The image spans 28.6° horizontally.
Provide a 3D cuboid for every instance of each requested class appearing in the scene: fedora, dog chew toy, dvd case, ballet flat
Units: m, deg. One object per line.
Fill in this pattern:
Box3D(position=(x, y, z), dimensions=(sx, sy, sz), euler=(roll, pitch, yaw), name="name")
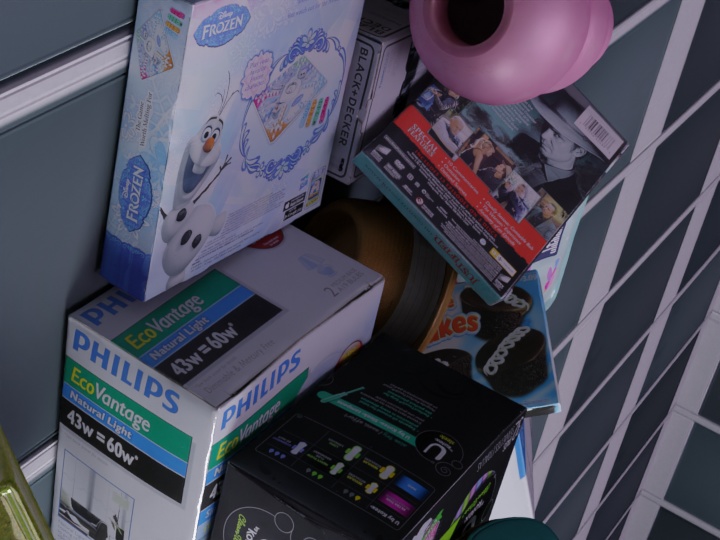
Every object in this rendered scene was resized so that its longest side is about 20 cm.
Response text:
Box3D(position=(0.000, 0.000, 1.080), dimensions=(0.201, 0.082, 0.201), euler=(-47, -149, 40), name="fedora")
Box3D(position=(0.119, -0.179, 0.999), dimensions=(0.200, 0.124, 0.125), euler=(-11, 125, -59), name="dog chew toy")
Box3D(position=(0.102, -0.087, 1.043), dimensions=(0.200, 0.146, 0.022), euler=(-48, -174, -34), name="dvd case")
Box3D(position=(0.067, 0.216, 0.916), dimensions=(0.072, 0.068, 0.200), euler=(-48, 167, 26), name="ballet flat")

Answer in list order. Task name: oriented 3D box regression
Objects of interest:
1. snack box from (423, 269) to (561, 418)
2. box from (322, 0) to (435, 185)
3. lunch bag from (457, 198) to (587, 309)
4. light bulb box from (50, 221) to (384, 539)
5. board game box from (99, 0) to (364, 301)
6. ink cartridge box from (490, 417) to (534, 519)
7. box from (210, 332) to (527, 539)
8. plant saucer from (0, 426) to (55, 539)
Box3D(position=(0.059, 0.074, 1.175), dimensions=(0.037, 0.199, 0.116), euler=(56, 25, -69), name="snack box")
Box3D(position=(0.030, -0.154, 1.066), dimensions=(0.200, 0.060, 0.117), euler=(-36, 146, -50), name="box")
Box3D(position=(0.137, -0.055, 1.275), dimensions=(0.200, 0.122, 0.171), euler=(-78, -177, -65), name="lunch bag")
Box3D(position=(-0.099, 0.094, 0.975), dimensions=(0.198, 0.125, 0.200), euler=(-37, 149, -47), name="light bulb box")
Box3D(position=(-0.076, -0.105, 0.904), dimensions=(0.200, 0.043, 0.199), euler=(-33, 144, -52), name="board game box")
Box3D(position=(0.114, 0.121, 1.328), dimensions=(0.200, 0.086, 0.147), euler=(-81, 163, -51), name="ink cartridge box")
Box3D(position=(0.002, 0.163, 0.949), dimensions=(0.200, 0.124, 0.149), euler=(-37, 148, -51), name="box")
Box3D(position=(-0.235, 0.208, 0.801), dimensions=(0.200, 0.048, 0.200), euler=(-44, 128, -40), name="plant saucer")
